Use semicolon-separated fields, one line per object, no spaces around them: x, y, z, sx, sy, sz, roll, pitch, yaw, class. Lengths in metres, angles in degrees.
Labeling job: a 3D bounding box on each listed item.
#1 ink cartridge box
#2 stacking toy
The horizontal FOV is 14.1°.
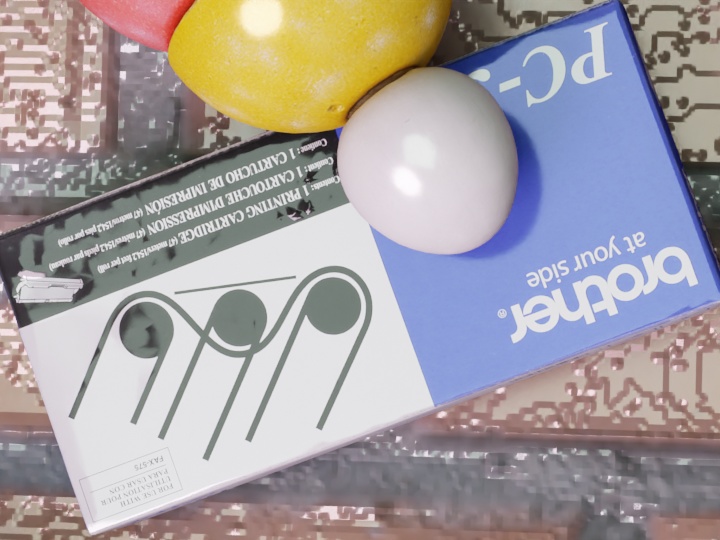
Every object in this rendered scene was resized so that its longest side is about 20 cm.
0.000;0.000;0.857;0.199;0.044;0.094;-21;85;7;ink cartridge box
-0.020;-0.090;0.812;0.146;0.146;0.200;-38;80;5;stacking toy
